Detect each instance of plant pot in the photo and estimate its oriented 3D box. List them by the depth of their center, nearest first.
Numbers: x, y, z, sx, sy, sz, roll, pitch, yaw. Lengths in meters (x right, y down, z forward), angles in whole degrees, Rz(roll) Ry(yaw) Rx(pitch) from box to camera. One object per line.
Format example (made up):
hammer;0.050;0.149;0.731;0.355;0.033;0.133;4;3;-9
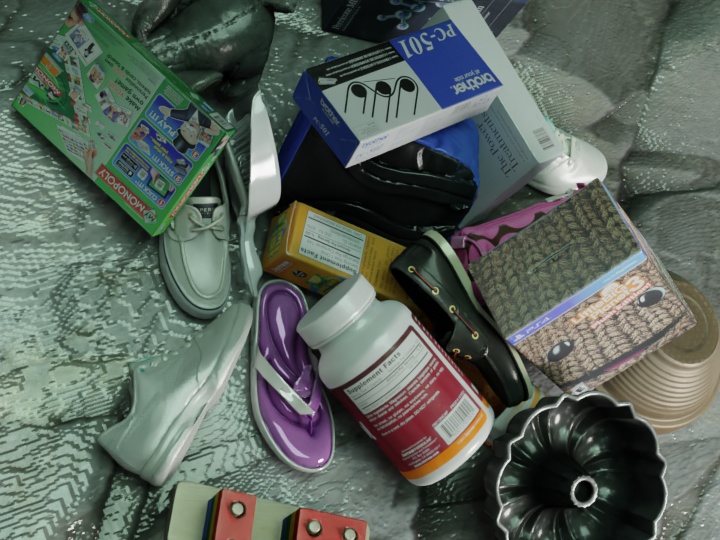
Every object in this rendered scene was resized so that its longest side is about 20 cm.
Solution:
plant pot;0.333;0.074;1.592;0.199;0.093;0.203;9;66;-20

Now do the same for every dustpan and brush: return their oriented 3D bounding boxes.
dustpan and brush;-0.113;-0.075;1.441;0.057;0.139;0.202;-17;93;-16

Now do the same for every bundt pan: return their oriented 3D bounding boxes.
bundt pan;0.210;0.217;1.458;0.200;0.076;0.204;-1;94;-21

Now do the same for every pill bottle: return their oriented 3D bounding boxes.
pill bottle;0.032;0.105;1.417;0.200;0.113;0.113;50;58;-9

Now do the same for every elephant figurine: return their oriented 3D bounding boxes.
elephant figurine;-0.189;-0.217;1.452;0.141;0.156;0.199;36;43;26

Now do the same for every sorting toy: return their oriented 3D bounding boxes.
sorting toy;-0.086;0.306;1.322;0.198;0.070;0.200;16;63;-17

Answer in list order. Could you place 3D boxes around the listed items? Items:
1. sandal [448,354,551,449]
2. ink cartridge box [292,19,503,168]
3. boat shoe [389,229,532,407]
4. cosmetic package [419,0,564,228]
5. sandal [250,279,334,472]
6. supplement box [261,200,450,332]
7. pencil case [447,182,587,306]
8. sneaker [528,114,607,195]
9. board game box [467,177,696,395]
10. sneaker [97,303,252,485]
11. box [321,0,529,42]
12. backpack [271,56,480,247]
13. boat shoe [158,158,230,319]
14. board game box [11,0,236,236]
sandal;0.140;0.136;1.499;0.206;0.059;0.080;30;60;-10
ink cartridge box;0.039;-0.177;1.407;0.199;0.044;0.094;-25;71;-36
boat shoe;0.101;0.059;1.444;0.063;0.074;0.202;-37;100;-18
cosmetic package;0.114;-0.169;1.564;0.051;0.151;0.201;-23;78;-39
sandal;-0.071;0.100;1.427;0.082;0.050;0.204;-5;68;-25
supplement box;0.000;0.000;1.481;0.199;0.066;0.069;24;63;-20
pencil case;0.183;-0.027;1.574;0.199;0.090;0.095;-21;112;-31
sneaker;0.204;-0.147;1.633;0.198;0.089;0.076;16;61;-17
board game box;0.230;0.025;1.467;0.200;0.159;0.097;38;21;-53
sneaker;-0.175;0.100;1.367;0.088;0.075;0.201;29;60;4
box;0.073;-0.333;1.621;0.198;0.148;0.108;10;64;-19
backpack;0.028;-0.127;1.505;0.198;0.163;0.169;21;46;-12
boat shoe;-0.162;-0.054;1.445;0.071;0.066;0.202;4;67;-22
board game box;-0.235;-0.150;1.408;0.200;0.135;0.029;42;21;7
